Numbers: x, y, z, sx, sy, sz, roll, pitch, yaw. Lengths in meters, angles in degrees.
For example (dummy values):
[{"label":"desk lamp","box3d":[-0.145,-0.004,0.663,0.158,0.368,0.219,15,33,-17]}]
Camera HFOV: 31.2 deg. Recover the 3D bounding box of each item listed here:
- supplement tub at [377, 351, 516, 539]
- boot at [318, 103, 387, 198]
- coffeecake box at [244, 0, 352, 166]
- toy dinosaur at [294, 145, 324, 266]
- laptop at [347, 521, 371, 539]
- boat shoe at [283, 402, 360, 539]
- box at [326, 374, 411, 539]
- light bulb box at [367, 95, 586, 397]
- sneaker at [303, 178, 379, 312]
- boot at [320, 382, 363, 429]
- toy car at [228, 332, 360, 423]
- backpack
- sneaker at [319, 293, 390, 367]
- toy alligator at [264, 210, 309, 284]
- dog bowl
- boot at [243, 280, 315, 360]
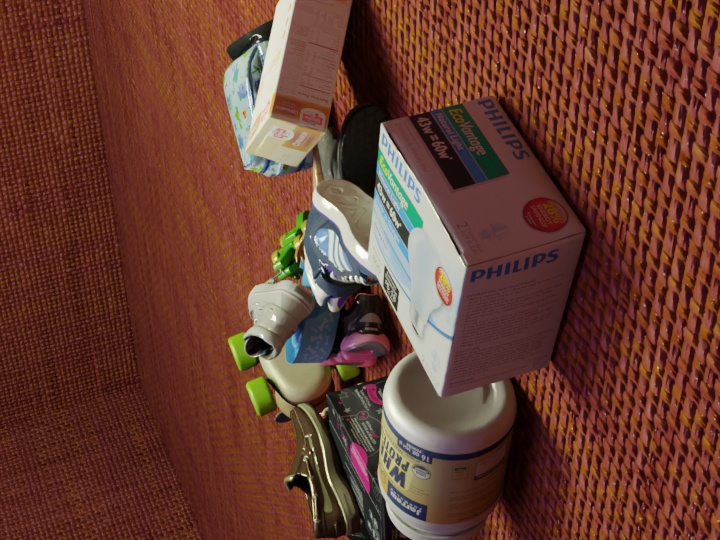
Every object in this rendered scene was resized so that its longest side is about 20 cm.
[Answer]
[{"label":"supplement tub","box3d":[0.093,0.198,1.428,0.201,0.144,0.145,92,155,-43]},{"label":"boot","box3d":[-0.019,-0.146,1.612,0.132,0.070,0.201,-124,27,-42]},{"label":"coffeecake box","box3d":[-0.073,-0.246,1.556,0.153,0.073,0.201,147,135,-71]},{"label":"toy dinosaur","box3d":[-0.039,-0.062,1.622,0.106,0.060,0.201,-33,74,38]},{"label":"laptop","box3d":[0.030,0.360,1.971,0.200,0.116,0.187,47,164,-6]},{"label":"boat shoe","box3d":[-0.067,0.265,1.714,0.075,0.075,0.203,93,157,-47]},{"label":"box","box3d":[0.044,0.252,1.669,0.200,0.114,0.133,-123,24,-49]},{"label":"light bulb box","box3d":[0.104,-0.023,1.248,0.200,0.124,0.199,95,154,-49]},{"label":"sneaker","box3d":[0.000,0.000,1.492,0.200,0.080,0.147,46,140,42]},{"label":"boot","box3d":[-0.021,0.208,1.851,0.200,0.107,0.075,147,105,-73]},{"label":"toy car","box3d":[-0.092,0.166,1.974,0.200,0.164,0.158,80,166,-58]},{"label":"backpack","box3d":[-0.116,-0.229,1.763,0.201,0.153,0.163,64,157,-8]},{"label":"sneaker","box3d":[-0.008,0.081,1.786,0.200,0.079,0.096,143,126,-67]},{"label":"toy alligator","box3d":[-0.093,-0.014,1.878,0.059,0.200,0.054,-32,113,34]},{"label":"dog bowl","box3d":[-0.058,0.035,1.792,0.111,0.049,0.201,174,108,-75]},{"label":"boot","box3d":[-0.130,0.073,1.741,0.073,0.096,0.200,39,162,-8]}]
